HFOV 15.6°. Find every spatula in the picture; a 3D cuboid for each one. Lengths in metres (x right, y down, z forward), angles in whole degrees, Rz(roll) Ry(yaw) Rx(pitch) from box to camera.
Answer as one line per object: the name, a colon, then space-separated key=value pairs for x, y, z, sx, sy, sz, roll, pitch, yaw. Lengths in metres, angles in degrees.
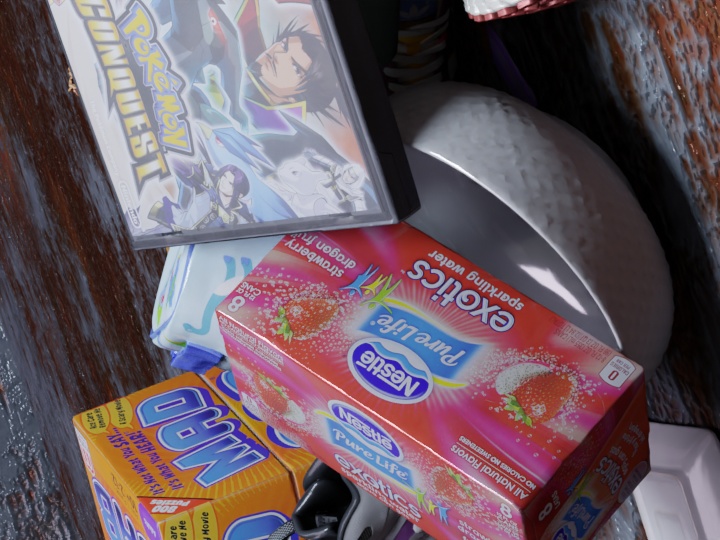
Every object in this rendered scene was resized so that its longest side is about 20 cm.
spatula: x=0.074 y=-0.072 z=1.453 sx=0.057 sy=0.020 sz=0.200 roll=60 pitch=162 yaw=19

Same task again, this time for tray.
tray: x=0.185 y=0.178 z=1.376 sx=0.107 sy=0.022 sz=0.201 roll=177 pitch=74 yaw=-72

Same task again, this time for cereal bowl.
cereal bowl: x=0.080 y=-0.020 z=1.322 sx=0.200 sy=0.083 sz=0.200 roll=36 pitch=157 yaw=18

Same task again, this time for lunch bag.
lunch bag: x=-0.060 y=-0.021 z=1.457 sx=0.200 sy=0.082 sz=0.162 roll=144 pitch=146 yaw=-80

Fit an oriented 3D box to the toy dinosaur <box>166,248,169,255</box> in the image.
toy dinosaur: x=-0.107 y=-0.017 z=1.676 sx=0.107 sy=0.060 sz=0.200 roll=62 pitch=-174 yaw=22

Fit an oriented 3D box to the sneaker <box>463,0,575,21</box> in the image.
sneaker: x=0.068 y=-0.170 z=1.261 sx=0.200 sy=0.077 sz=0.083 roll=-148 pitch=43 yaw=-65

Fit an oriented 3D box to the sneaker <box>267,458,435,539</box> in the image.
sneaker: x=0.005 y=0.168 z=1.738 sx=0.078 sy=0.139 sz=0.201 roll=-128 pitch=25 yaw=-46

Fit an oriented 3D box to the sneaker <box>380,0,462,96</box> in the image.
sneaker: x=0.020 y=-0.132 z=1.467 sx=0.090 sy=0.074 sz=0.201 roll=-150 pitch=42 yaw=-74

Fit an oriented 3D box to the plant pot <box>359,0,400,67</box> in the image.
plant pot: x=-0.056 y=-0.203 z=1.351 sx=0.200 sy=0.199 sz=0.198 roll=-145 pitch=49 yaw=-63

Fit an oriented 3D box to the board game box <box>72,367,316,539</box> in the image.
board game box: x=-0.065 y=0.192 z=1.893 sx=0.200 sy=0.199 sz=0.201 roll=-142 pitch=36 yaw=-60

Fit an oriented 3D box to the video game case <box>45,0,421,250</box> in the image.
video game case: x=-0.074 y=-0.111 z=1.277 sx=0.180 sy=0.025 sz=0.201 roll=-5 pitch=110 yaw=40

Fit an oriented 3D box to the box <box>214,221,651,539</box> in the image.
box: x=0.037 y=0.058 z=1.296 sx=0.199 sy=0.100 sz=0.096 roll=33 pitch=156 yaw=27

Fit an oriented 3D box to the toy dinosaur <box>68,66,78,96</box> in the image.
toy dinosaur: x=-0.123 y=-0.202 z=1.651 sx=0.201 sy=0.135 sz=0.102 roll=-66 pitch=-13 yaw=13
